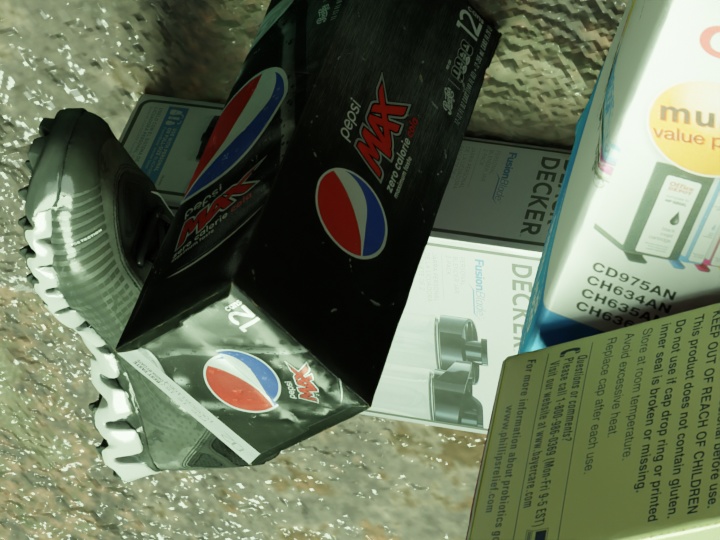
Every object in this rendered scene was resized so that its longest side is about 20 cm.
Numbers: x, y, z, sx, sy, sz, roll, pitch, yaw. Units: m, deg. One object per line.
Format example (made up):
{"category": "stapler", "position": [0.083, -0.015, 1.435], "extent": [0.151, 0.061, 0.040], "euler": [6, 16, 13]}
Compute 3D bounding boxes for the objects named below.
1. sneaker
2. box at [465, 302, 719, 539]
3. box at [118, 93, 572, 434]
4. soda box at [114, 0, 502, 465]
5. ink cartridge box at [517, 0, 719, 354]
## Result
{"category": "sneaker", "position": [-0.071, 0.012, 0.912], "extent": [0.090, 0.067, 0.200], "euler": [3, 138, 14]}
{"category": "box", "position": [0.164, 0.095, 0.758], "extent": [0.200, 0.097, 0.176], "euler": [-16, 129, 31]}
{"category": "box", "position": [0.000, 0.000, 0.961], "extent": [0.199, 0.060, 0.117], "euler": [9, 136, 12]}
{"category": "soda box", "position": [-0.015, -0.033, 0.830], "extent": [0.063, 0.200, 0.071], "euler": [-29, 119, 39]}
{"category": "ink cartridge box", "position": [0.156, -0.049, 0.789], "extent": [0.147, 0.145, 0.200], "euler": [19, 137, 1]}
